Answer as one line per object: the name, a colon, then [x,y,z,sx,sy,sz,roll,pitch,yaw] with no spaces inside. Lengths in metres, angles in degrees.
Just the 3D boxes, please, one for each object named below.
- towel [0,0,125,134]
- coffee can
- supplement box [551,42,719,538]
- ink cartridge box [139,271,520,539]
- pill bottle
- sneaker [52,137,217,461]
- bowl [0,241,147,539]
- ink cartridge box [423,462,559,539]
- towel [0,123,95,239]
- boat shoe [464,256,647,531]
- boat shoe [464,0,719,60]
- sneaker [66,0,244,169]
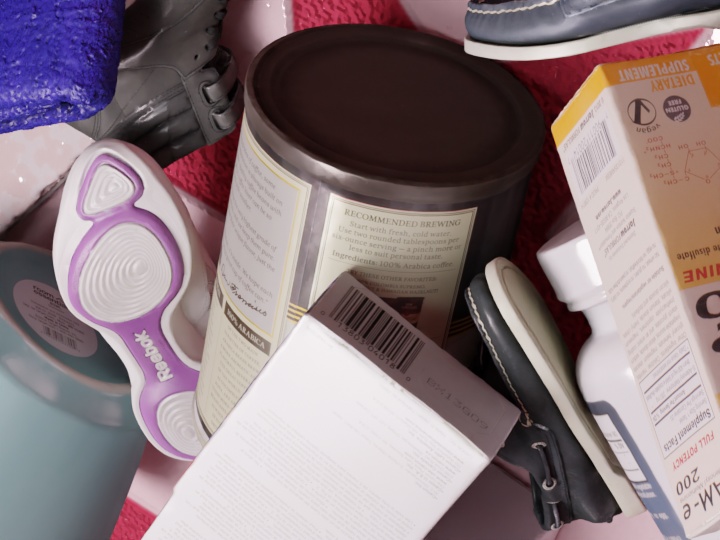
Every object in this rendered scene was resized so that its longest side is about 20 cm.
towel: [-0.177,-0.171,1.420,0.147,0.049,0.201,-8,74,42]
coffee can: [0.000,0.000,1.378,0.146,0.146,0.201,28,127,22]
supplement box: [0.177,0.002,1.207,0.074,0.126,0.201,126,129,-64]
ink cartridge box: [-0.024,0.106,1.328,0.109,0.050,0.200,38,126,1]
pill bottle: [0.171,0.056,1.298,0.119,0.120,0.200,-27,95,42]
sneaker: [-0.114,0.006,1.485,0.075,0.100,0.201,-12,126,6]
bowl: [-0.190,0.061,1.542,0.201,0.201,0.105,46,112,8]
ink cartridge box: [0.011,0.208,1.477,0.084,0.145,0.200,34,129,18]
towel: [-0.237,-0.114,1.574,0.200,0.032,0.191,-36,90,43]
boat shoe: [0.079,0.068,1.346,0.066,0.199,0.075,-22,55,11]
boat shoe: [0.130,-0.137,1.259,0.199,0.075,0.062,-6,111,37]
sneaker: [-0.080,-0.131,1.432,0.099,0.071,0.200,39,117,-19]
